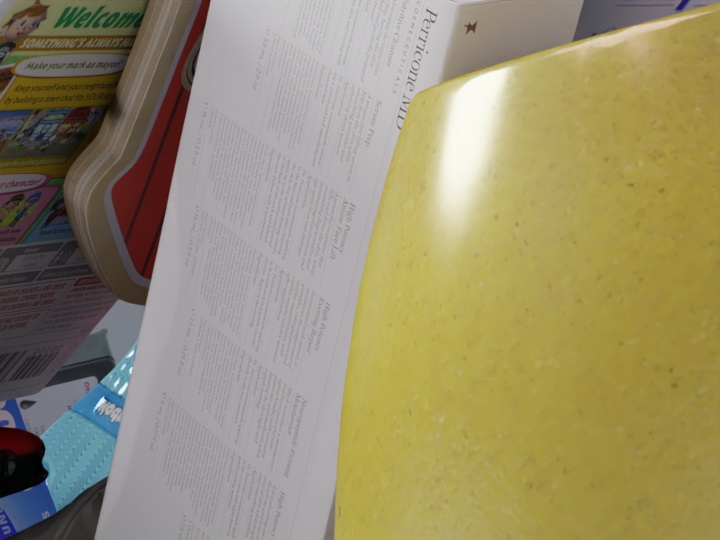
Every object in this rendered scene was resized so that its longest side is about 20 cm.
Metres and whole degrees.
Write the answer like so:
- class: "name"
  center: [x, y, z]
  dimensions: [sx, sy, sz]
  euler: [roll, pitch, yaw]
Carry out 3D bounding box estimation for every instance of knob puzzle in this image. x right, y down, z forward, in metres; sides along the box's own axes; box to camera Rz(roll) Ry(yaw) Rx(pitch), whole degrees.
- class: "knob puzzle"
  center: [-0.006, -0.053, 0.851]
  dimensions: [0.220, 0.030, 0.220]
  euler: [-43, -18, -18]

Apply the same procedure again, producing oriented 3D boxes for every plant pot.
- class: "plant pot"
  center: [0.076, 0.017, 0.656]
  dimensions: [0.200, 0.142, 0.200]
  euler: [-15, 0, 0]

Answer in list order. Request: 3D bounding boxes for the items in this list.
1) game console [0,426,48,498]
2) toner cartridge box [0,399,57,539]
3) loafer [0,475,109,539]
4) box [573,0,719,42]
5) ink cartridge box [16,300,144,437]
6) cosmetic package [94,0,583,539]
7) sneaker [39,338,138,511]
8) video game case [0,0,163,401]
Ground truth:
- class: "game console"
  center: [-0.202, 0.118, 0.825]
  dimensions: [0.172, 0.119, 0.200]
  euler: [-2, 9, 38]
- class: "toner cartridge box"
  center: [-0.198, 0.101, 1.053]
  dimensions: [0.200, 0.095, 0.043]
  euler: [-24, -5, 32]
- class: "loafer"
  center: [-0.102, 0.109, 0.824]
  dimensions: [0.070, 0.070, 0.200]
  euler: [-49, -16, 27]
- class: "box"
  center: [0.158, -0.056, 0.838]
  dimensions: [0.184, 0.105, 0.200]
  euler: [5, 54, 41]
- class: "ink cartridge box"
  center: [-0.151, 0.073, 1.191]
  dimensions: [0.200, 0.146, 0.147]
  euler: [-14, 0, -26]
- class: "cosmetic package"
  center: [-0.008, 0.005, 0.758]
  dimensions: [0.051, 0.200, 0.083]
  euler: [-10, 35, -41]
- class: "sneaker"
  center: [-0.048, 0.089, 1.089]
  dimensions: [0.200, 0.131, 0.080]
  euler: [-48, 32, -2]
- class: "video game case"
  center: [-0.095, -0.023, 0.820]
  dimensions: [0.182, 0.022, 0.200]
  euler: [-48, -17, 21]
